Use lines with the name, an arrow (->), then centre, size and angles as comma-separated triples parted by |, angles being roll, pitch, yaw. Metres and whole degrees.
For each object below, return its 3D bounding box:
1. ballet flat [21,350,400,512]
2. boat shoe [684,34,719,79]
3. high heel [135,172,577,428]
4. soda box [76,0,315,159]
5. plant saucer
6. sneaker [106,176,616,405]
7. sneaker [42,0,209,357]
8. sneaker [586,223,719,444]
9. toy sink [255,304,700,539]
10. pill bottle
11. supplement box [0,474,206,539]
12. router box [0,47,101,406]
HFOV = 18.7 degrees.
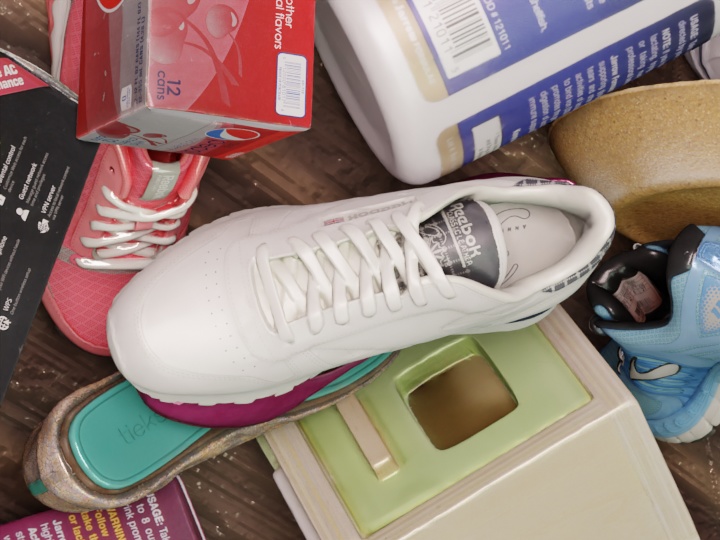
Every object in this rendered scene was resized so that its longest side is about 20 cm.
ballet flat -> -0.065, 0.049, 0.940 | 0.200, 0.068, 0.067 | -22, 173, -39
boat shoe -> 0.222, -0.058, 1.004 | 0.200, 0.067, 0.074 | 29, 106, -35
high heel -> 0.000, 0.004, 0.899 | 0.200, 0.067, 0.096 | -28, 177, -40
soda box -> -0.055, -0.144, 0.766 | 0.063, 0.070, 0.200 | 6, 81, -27
plant saucer -> 0.178, -0.033, 0.931 | 0.200, 0.200, 0.035 | 15, 75, -30
sneaker -> 0.000, 0.000, 0.843 | 0.200, 0.080, 0.076 | -15, 86, -16
sneaker -> -0.095, -0.041, 0.864 | 0.074, 0.087, 0.200 | -5, 122, -20
sneaker -> 0.141, 0.017, 0.973 | 0.090, 0.200, 0.078 | 25, 70, -5
toy sink -> 0.026, 0.104, 0.983 | 0.200, 0.130, 0.112 | -31, 127, -2
pill bottle -> 0.081, -0.125, 0.870 | 0.200, 0.116, 0.116 | -26, 127, -6
supplement box -> -0.156, 0.183, 0.942 | 0.200, 0.103, 0.131 | -17, 152, -12
router box -> -0.180, 0.031, 0.773 | 0.062, 0.200, 0.150 | 33, 144, -25
